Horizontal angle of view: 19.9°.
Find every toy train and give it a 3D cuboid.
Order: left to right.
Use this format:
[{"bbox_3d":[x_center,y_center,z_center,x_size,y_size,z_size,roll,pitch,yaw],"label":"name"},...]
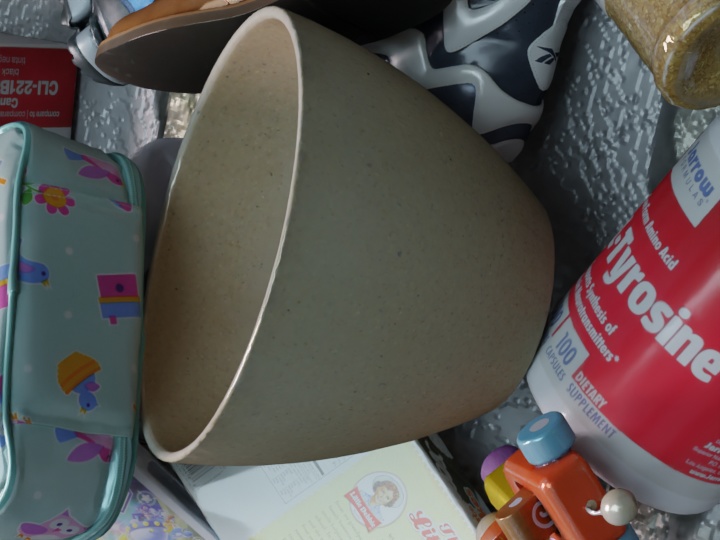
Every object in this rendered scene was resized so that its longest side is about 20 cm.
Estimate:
[{"bbox_3d":[0.098,0.148,0.897,0.200,0.056,0.150,59,169,-17],"label":"toy train"}]

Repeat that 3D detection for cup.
[{"bbox_3d":[0.000,0.000,0.904,0.200,0.143,0.201,-165,90,-70],"label":"cup"}]

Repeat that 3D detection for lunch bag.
[{"bbox_3d":[-0.167,0.038,0.968,0.160,0.077,0.201,-31,53,50],"label":"lunch bag"}]

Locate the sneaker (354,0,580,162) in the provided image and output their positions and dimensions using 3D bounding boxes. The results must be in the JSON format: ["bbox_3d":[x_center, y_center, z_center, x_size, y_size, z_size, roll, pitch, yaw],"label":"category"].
[{"bbox_3d":[0.026,-0.156,0.978,0.199,0.079,0.130,41,109,30],"label":"sneaker"}]

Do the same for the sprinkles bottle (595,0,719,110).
[{"bbox_3d":[0.110,-0.158,0.868,0.068,0.068,0.200,-50,50,27],"label":"sprinkles bottle"}]

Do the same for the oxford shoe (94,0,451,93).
[{"bbox_3d":[-0.041,-0.133,0.948,0.200,0.071,0.072,-16,64,32],"label":"oxford shoe"}]

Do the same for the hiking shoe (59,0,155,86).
[{"bbox_3d":[-0.120,-0.202,1.084,0.086,0.074,0.201,-11,94,21],"label":"hiking shoe"}]

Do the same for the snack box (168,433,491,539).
[{"bbox_3d":[0.001,0.132,1.009,0.116,0.037,0.200,-36,83,17],"label":"snack box"}]

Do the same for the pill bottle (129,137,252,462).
[{"bbox_3d":[-0.124,0.037,1.071,0.200,0.114,0.114,-48,68,27],"label":"pill bottle"}]

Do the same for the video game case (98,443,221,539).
[{"bbox_3d":[-0.123,0.163,1.071,0.143,0.018,0.200,-34,111,31],"label":"video game case"}]

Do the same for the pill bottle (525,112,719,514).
[{"bbox_3d":[0.169,0.000,0.871,0.112,0.112,0.200,48,117,21],"label":"pill bottle"}]

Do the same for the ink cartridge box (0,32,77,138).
[{"bbox_3d":[-0.248,-0.038,1.166,0.144,0.084,0.201,12,101,32],"label":"ink cartridge box"}]
